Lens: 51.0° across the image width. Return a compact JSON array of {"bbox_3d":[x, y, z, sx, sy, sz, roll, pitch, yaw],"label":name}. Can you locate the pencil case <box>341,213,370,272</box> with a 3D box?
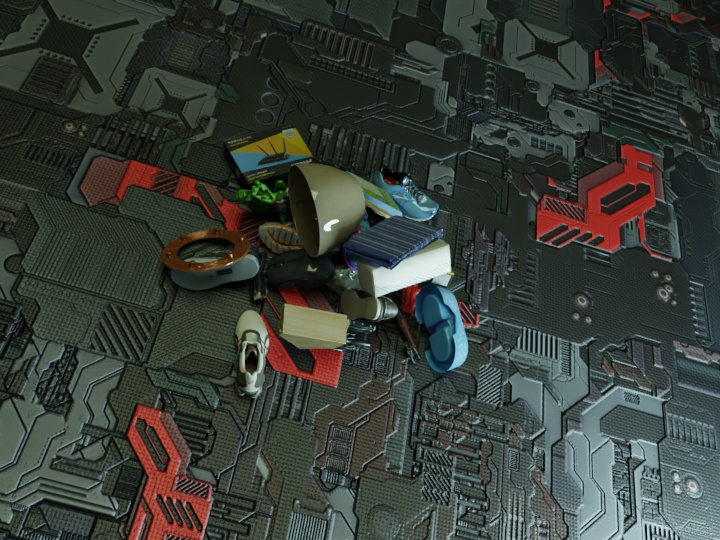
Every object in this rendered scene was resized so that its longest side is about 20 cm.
[{"bbox_3d":[-0.007,-0.079,1.763,0.083,0.095,0.201,-1,25,-7],"label":"pencil case"}]

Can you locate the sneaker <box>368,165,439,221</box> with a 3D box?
[{"bbox_3d":[0.113,-0.200,1.929,0.197,0.091,0.079,29,53,3],"label":"sneaker"}]

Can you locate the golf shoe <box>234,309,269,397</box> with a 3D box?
[{"bbox_3d":[-0.225,0.162,1.588,0.075,0.089,0.204,3,56,-13],"label":"golf shoe"}]

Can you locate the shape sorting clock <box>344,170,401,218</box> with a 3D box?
[{"bbox_3d":[0.025,-0.176,1.841,0.197,0.040,0.201,30,17,-10],"label":"shape sorting clock"}]

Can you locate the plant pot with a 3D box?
[{"bbox_3d":[-0.066,-0.145,1.660,0.132,0.202,0.203,-15,63,-20],"label":"plant pot"}]

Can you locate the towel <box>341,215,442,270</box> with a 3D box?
[{"bbox_3d":[0.071,-0.065,1.640,0.143,0.024,0.199,21,35,34],"label":"towel"}]

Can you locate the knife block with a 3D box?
[{"bbox_3d":[-0.065,0.124,1.609,0.171,0.200,0.066,-4,71,15],"label":"knife block"}]

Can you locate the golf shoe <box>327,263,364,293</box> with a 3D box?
[{"bbox_3d":[0.000,0.000,1.787,0.196,0.079,0.098,-2,41,-25],"label":"golf shoe"}]

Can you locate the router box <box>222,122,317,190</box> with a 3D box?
[{"bbox_3d":[-0.228,-0.282,1.899,0.197,0.051,0.151,-21,64,-27],"label":"router box"}]

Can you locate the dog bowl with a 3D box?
[{"bbox_3d":[0.187,0.131,1.720,0.049,0.111,0.204,1,65,-33],"label":"dog bowl"}]

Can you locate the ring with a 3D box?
[{"bbox_3d":[-0.342,-0.051,1.668,0.195,0.020,0.202,-2,28,1],"label":"ring"}]

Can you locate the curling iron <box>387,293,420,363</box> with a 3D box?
[{"bbox_3d":[0.095,0.115,1.734,0.025,0.050,0.204,-22,71,8],"label":"curling iron"}]

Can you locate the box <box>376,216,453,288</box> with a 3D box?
[{"bbox_3d":[0.123,-0.045,1.804,0.156,0.050,0.202,10,31,-16],"label":"box"}]

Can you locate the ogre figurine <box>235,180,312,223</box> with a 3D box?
[{"bbox_3d":[-0.191,-0.169,1.785,0.197,0.120,0.100,-24,80,-11],"label":"ogre figurine"}]

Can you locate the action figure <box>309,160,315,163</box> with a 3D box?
[{"bbox_3d":[-0.069,-0.199,1.871,0.199,0.099,0.066,35,90,-33],"label":"action figure"}]

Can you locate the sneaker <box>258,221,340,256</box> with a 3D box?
[{"bbox_3d":[-0.145,-0.084,1.790,0.195,0.079,0.078,9,41,-16],"label":"sneaker"}]

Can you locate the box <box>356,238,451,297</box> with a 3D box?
[{"bbox_3d":[0.095,-0.011,1.642,0.196,0.070,0.082,-18,25,-21],"label":"box"}]

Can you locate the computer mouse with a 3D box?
[{"bbox_3d":[-0.156,-0.002,1.699,0.195,0.053,0.141,-5,53,5],"label":"computer mouse"}]

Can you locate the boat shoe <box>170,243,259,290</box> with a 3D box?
[{"bbox_3d":[-0.321,-0.011,1.691,0.195,0.072,0.091,-6,25,-2],"label":"boat shoe"}]

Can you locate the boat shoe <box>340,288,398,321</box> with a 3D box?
[{"bbox_3d":[0.016,0.081,1.675,0.056,0.199,0.069,8,91,-26],"label":"boat shoe"}]
